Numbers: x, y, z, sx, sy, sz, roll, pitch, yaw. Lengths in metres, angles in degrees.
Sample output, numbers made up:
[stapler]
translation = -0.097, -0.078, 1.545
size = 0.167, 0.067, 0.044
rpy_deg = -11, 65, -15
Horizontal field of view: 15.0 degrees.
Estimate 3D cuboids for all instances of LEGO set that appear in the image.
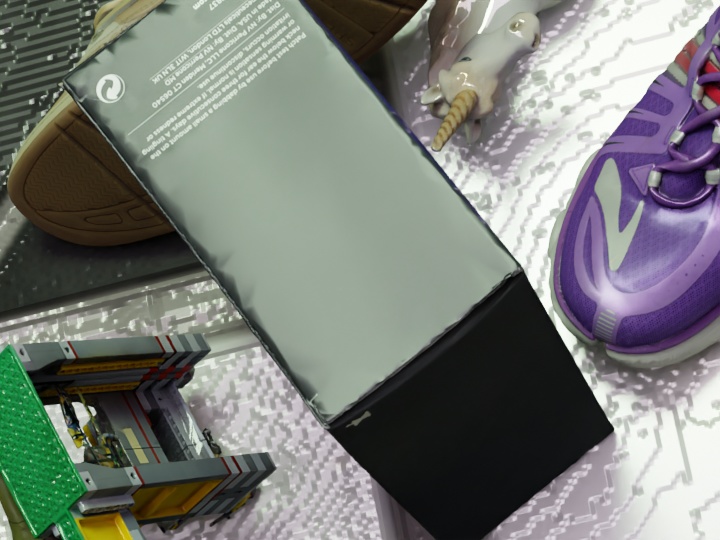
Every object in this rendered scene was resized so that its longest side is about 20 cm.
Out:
[LEGO set]
translation = -0.082, 0.115, 0.934
size = 0.200, 0.116, 0.154
rpy_deg = 52, 119, 25

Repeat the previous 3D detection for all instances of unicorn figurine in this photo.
[unicorn figurine]
translation = 0.054, -0.138, 0.985
size = 0.137, 0.074, 0.200
rpy_deg = -37, 54, 11

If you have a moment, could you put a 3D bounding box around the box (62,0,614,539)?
[box]
translation = 0.000, 0.000, 0.880
size = 0.079, 0.200, 0.141
rpy_deg = -36, 70, 1

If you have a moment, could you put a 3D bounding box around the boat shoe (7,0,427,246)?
[boat shoe]
translation = -0.047, -0.081, 0.972
size = 0.200, 0.073, 0.063
rpy_deg = -35, 36, 26

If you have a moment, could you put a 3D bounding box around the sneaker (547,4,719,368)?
[sneaker]
translation = 0.128, -0.062, 0.931
size = 0.080, 0.083, 0.200
rpy_deg = 31, 84, 20
